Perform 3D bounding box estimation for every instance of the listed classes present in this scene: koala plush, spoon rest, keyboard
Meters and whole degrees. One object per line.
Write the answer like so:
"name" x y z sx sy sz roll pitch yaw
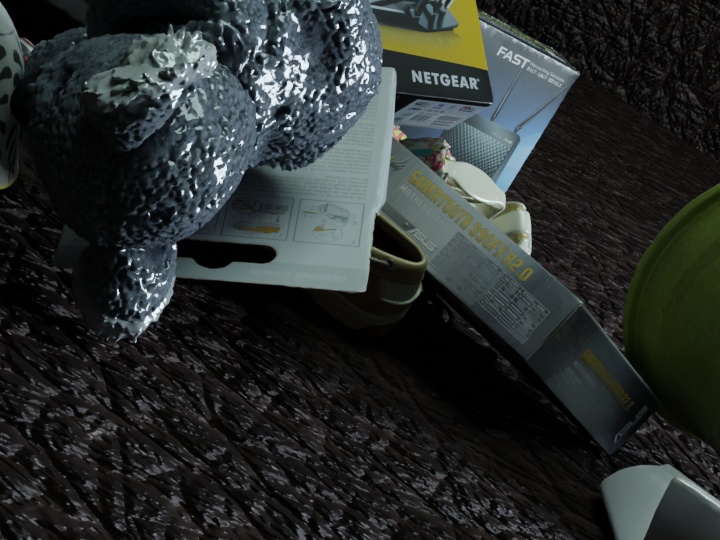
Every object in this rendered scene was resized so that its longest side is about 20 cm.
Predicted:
"koala plush" -0.090 -0.081 0.981 0.182 0.178 0.201 17 36 2
"spoon rest" 0.168 0.142 1.110 0.099 0.061 0.200 35 0 11
"keyboard" 0.000 0.000 1.261 0.199 0.040 0.104 33 14 1

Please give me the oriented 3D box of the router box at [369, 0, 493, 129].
"router box" -0.016 -0.178 1.321 0.199 0.052 0.159 2 71 -38

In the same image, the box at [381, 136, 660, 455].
"box" 0.080 0.010 1.264 0.200 0.048 0.158 43 -2 35

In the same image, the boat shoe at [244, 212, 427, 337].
"boat shoe" -0.042 -0.050 1.203 0.199 0.076 0.072 35 47 4

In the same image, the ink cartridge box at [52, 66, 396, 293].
"ink cartridge box" -0.067 -0.043 1.102 0.161 0.057 0.201 4 43 3

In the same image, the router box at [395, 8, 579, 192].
"router box" 0.056 -0.143 1.665 0.199 0.151 0.062 22 16 -32

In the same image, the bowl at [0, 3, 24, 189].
"bowl" -0.247 -0.133 1.075 0.200 0.095 0.201 29 13 -7

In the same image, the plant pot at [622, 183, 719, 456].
"plant pot" 0.273 0.064 1.230 0.199 0.201 0.185 26 20 -19

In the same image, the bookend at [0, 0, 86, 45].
"bookend" -0.200 -0.249 1.354 0.199 0.199 0.092 32 -27 5

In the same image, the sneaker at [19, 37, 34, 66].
"sneaker" -0.144 -0.111 1.269 0.199 0.075 0.081 13 23 -51

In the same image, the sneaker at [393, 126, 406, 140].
"sneaker" 0.006 -0.070 1.460 0.090 0.078 0.200 44 19 -6

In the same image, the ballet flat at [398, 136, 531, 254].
"ballet flat" 0.079 -0.032 1.426 0.200 0.064 0.076 33 47 -50
